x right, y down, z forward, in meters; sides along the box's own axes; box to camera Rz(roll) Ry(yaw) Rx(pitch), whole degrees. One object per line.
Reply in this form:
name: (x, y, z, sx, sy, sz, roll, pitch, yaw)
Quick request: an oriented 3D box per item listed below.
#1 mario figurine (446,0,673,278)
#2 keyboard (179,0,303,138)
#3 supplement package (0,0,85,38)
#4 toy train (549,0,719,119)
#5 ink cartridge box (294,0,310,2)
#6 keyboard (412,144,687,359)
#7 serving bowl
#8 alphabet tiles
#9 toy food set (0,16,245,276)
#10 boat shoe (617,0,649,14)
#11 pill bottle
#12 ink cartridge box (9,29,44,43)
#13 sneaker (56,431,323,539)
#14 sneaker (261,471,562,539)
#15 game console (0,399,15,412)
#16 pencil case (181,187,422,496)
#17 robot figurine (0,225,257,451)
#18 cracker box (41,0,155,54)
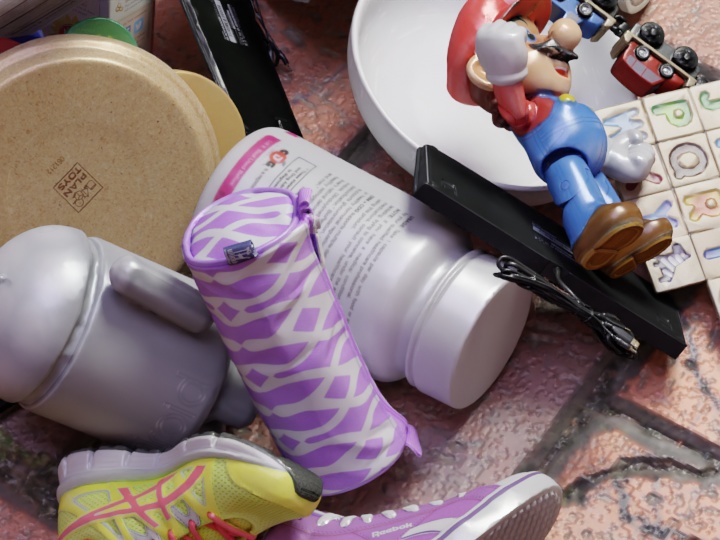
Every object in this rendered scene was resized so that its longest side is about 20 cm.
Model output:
mario figurine: (0.130, -0.101, 1.571, 0.106, 0.124, 0.200, -25, 69, -15)
keyboard: (-0.097, -0.159, 1.737, 0.040, 0.104, 0.200, -34, 64, 27)
supplement package: (-0.226, -0.265, 1.592, 0.156, 0.111, 0.200, -27, 84, 31)
toy train: (0.190, -0.137, 1.673, 0.200, 0.034, 0.046, 37, 68, -3)
ink cartridge box: (0.019, -0.265, 1.755, 0.200, 0.088, 0.145, -28, 14, -11)
keyboard: (0.117, -0.002, 1.553, 0.200, 0.021, 0.127, 31, 21, -12)
serving bowl: (0.080, -0.119, 1.681, 0.200, 0.066, 0.200, 10, 56, -15)
alphabet tiles: (0.257, -0.034, 1.620, 0.167, 0.008, 0.200, -14, 68, -9)
toy food set: (-0.183, -0.059, 1.599, 0.200, 0.198, 0.049, -60, 21, 4)
boat shoe: (0.191, -0.257, 1.783, 0.060, 0.072, 0.202, 10, 50, 15)
pill bottle: (0.000, 0.000, 1.590, 0.200, 0.113, 0.113, 28, 62, 22)
ink cartridge box: (-0.258, -0.097, 1.673, 0.200, 0.076, 0.137, -24, 39, -9)
sneaker: (-0.104, 0.152, 1.498, 0.200, 0.078, 0.090, -11, 58, 40)
sneaker: (0.016, 0.158, 1.504, 0.200, 0.073, 0.114, -32, 54, -16)
game console: (-0.245, 0.008, 1.664, 0.200, 0.031, 0.177, -32, 57, -16)
pencil case: (-0.036, 0.040, 1.502, 0.085, 0.200, 0.084, -21, 33, 3)
robot figurine: (-0.156, 0.043, 1.544, 0.200, 0.170, 0.113, 24, 49, -24)
cracker box: (-0.205, -0.228, 1.722, 0.134, 0.200, 0.058, 28, 44, 23)
